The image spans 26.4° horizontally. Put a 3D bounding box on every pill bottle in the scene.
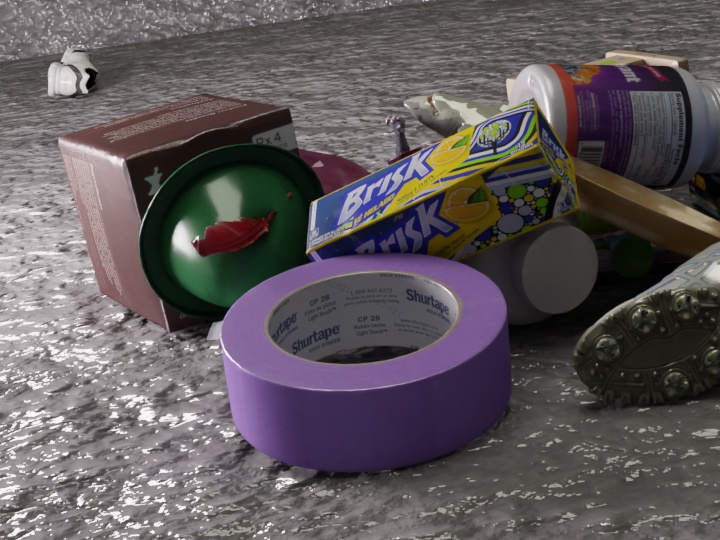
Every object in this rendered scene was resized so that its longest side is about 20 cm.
[{"bbox_3d":[0.109,-0.020,1.250,0.111,0.111,0.200,-17,18,-23],"label":"pill bottle"},{"bbox_3d":[0.241,-0.128,1.374,0.199,0.112,0.111,-1,14,-16],"label":"pill bottle"}]

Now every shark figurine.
[{"bbox_3d":[0.131,-0.090,1.455,0.128,0.090,0.215,-6,40,-17],"label":"shark figurine"}]

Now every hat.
[{"bbox_3d":[-0.080,0.003,1.245,0.200,0.166,0.176,-7,28,-28],"label":"hat"}]

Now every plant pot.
[{"bbox_3d":[0.226,-0.047,1.229,0.200,0.028,0.200,22,12,-5],"label":"plant pot"}]

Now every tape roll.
[{"bbox_3d":[0.005,0.059,1.075,0.200,0.066,0.200,-5,27,2],"label":"tape roll"}]

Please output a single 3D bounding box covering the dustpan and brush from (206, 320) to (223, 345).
[{"bbox_3d":[-0.017,0.045,1.230,0.200,0.057,0.140,-17,5,-2],"label":"dustpan and brush"}]

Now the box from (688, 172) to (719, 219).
[{"bbox_3d":[0.393,-0.071,1.382,0.137,0.040,0.200,-10,17,-5],"label":"box"}]

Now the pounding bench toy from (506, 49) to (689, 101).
[{"bbox_3d":[0.254,-0.135,1.523,0.156,0.125,0.200,-17,19,-23],"label":"pounding bench toy"}]

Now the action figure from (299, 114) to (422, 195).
[{"bbox_3d":[0.020,-0.060,1.492,0.199,0.149,0.134,7,46,-6],"label":"action figure"}]

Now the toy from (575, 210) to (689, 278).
[{"bbox_3d":[0.232,-0.044,1.370,0.115,0.047,0.200,-6,17,4],"label":"toy"}]

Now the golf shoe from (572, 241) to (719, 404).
[{"bbox_3d":[0.236,0.026,1.058,0.200,0.078,0.097,-25,13,3],"label":"golf shoe"}]

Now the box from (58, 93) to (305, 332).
[{"bbox_3d":[-0.159,-0.061,1.427,0.166,0.165,0.200,-19,18,-23],"label":"box"}]

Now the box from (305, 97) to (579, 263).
[{"bbox_3d":[0.059,-0.049,1.159,0.200,0.070,0.064,-24,35,21],"label":"box"}]

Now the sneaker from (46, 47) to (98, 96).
[{"bbox_3d":[-0.511,-0.353,2.783,0.080,0.074,0.200,5,22,0],"label":"sneaker"}]
